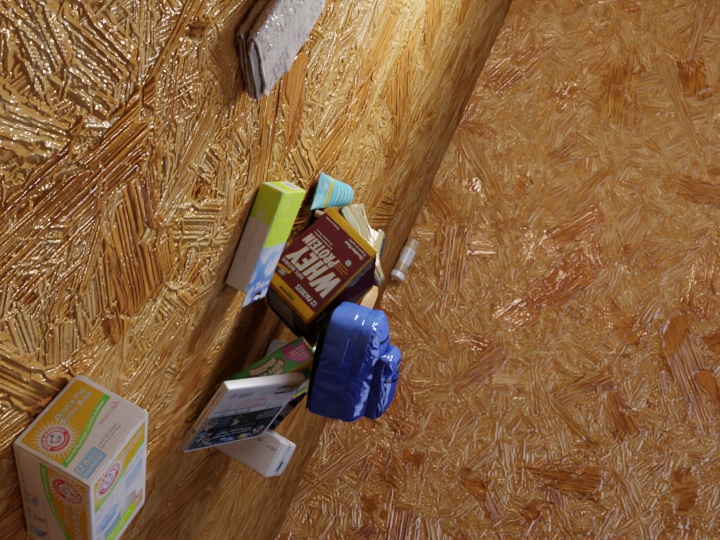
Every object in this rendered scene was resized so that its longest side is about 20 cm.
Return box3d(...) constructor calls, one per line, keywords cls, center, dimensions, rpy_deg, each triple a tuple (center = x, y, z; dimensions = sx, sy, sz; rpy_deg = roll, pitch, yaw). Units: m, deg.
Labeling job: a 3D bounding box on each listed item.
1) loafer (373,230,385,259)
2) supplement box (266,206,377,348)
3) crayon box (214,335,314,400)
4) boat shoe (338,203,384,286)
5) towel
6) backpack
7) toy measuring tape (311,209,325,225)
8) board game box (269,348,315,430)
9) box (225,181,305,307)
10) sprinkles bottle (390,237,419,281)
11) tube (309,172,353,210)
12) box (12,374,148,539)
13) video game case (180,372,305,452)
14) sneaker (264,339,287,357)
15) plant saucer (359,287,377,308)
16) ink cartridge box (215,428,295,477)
box3d(cls="loafer", center=(0.000, 0.000, 1.725), dimensions=(0.070, 0.068, 0.203), rpy_deg=(1, 121, -61))
box3d(cls="supplement box", center=(-0.080, 0.021, 1.517), dimensions=(0.197, 0.133, 0.201), rpy_deg=(-44, 166, -16))
box3d(cls="crayon box", center=(-0.174, 0.224, 1.523), dimensions=(0.197, 0.059, 0.173), rpy_deg=(-30, 158, -3))
box3d(cls="boat shoe", center=(0.019, -0.065, 1.648), dimensions=(0.075, 0.203, 0.072), rpy_deg=(-20, 158, -9))
box3d(cls="towel", center=(-0.095, -0.327, 0.968), dimensions=(0.133, 0.034, 0.203), rpy_deg=(93, 22, -70))
box3d(cls="backpack", center=(-0.004, 0.169, 1.450), dimensions=(0.163, 0.163, 0.206), rpy_deg=(-48, 148, -78))
box3d(cls="toy measuring tape", center=(-0.078, -0.090, 1.606), dimensions=(0.200, 0.072, 0.075), rpy_deg=(-18, 133, -83))
box3d(cls="board game box", center=(-0.155, 0.254, 1.750), dimensions=(0.200, 0.056, 0.167), rpy_deg=(-50, -170, 45))
box3d(cls="box", center=(-0.162, -0.048, 1.274), dimensions=(0.204, 0.047, 0.122), rpy_deg=(-67, 171, 12))
box3d(cls="sprinkles bottle", center=(0.210, -0.052, 3.543), dimensions=(0.068, 0.067, 0.203), rpy_deg=(86, 29, -73))
box3d(cls="tube", center=(-0.065, -0.164, 1.596), dimensions=(0.200, 0.049, 0.079), rpy_deg=(-13, 117, -74))
box3d(cls="box", center=(-0.323, 0.240, 0.885), dimensions=(0.113, 0.099, 0.203), rpy_deg=(-56, 168, -47))
box3d(cls="video game case", center=(-0.220, 0.264, 1.421), dimensions=(0.198, 0.024, 0.183), rpy_deg=(1, 134, -50))
box3d(cls="sneaker", center=(-0.215, 0.251, 1.716), dimensions=(0.201, 0.076, 0.081), rpy_deg=(-55, 177, -47))
box3d(cls="plant saucer", center=(-0.015, 0.105, 1.812), dimensions=(0.202, 0.037, 0.201), rpy_deg=(-57, -170, 14))
box3d(cls="ink cartridge box", center=(-0.237, 0.394, 1.707), dimensions=(0.087, 0.144, 0.200), rpy_deg=(-61, 171, -9))
